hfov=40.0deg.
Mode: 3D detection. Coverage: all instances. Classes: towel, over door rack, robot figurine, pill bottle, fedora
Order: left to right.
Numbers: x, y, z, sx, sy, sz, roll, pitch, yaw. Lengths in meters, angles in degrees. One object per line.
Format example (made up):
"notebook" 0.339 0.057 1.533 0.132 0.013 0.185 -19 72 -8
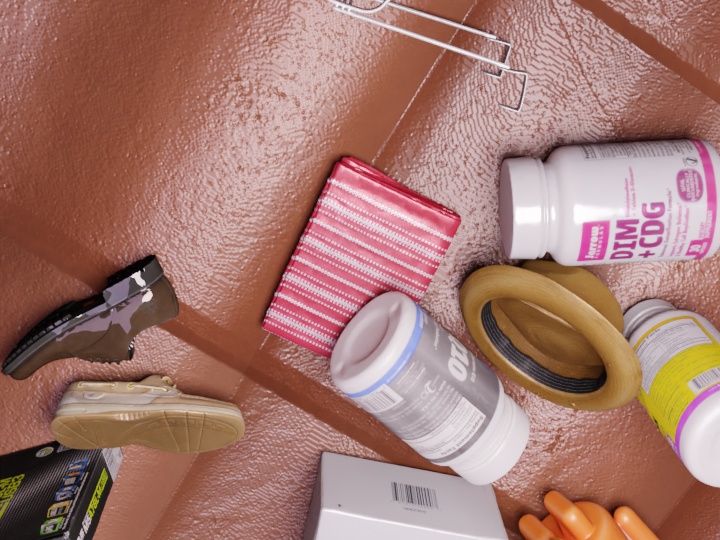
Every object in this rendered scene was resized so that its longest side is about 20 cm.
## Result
"towel" 0.000 0.000 1.012 0.143 0.023 0.202 24 108 -10
"over door rack" 0.063 -0.230 0.874 0.198 0.148 0.067 28 112 -9
"pill bottle" 0.074 0.123 0.997 0.114 0.114 0.199 -44 114 12
"fedora" 0.197 0.051 0.983 0.201 0.200 0.082 48 58 -14
"robot figurine" 0.252 0.337 1.076 0.116 0.144 0.201 -24 111 43
"pill bottle" 0.236 -0.063 0.946 0.196 0.114 0.116 -3 108 0
"pill bottle" 0.319 0.107 0.952 0.102 0.201 0.106 -4 117 -8

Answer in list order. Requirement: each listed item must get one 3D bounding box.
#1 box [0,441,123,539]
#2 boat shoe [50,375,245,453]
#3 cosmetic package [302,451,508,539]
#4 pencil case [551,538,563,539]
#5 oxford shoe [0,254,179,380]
"box" -0.351 0.246 0.993 0.189 0.201 0.048 -13 111 4
"boat shoe" -0.217 0.142 1.028 0.196 0.070 0.075 4 133 -7
"cosmetic package" 0.033 0.327 1.064 0.195 0.123 0.204 12 107 -6
"pencil case" 0.164 0.360 0.977 0.088 0.089 0.201 37 100 -12
"oxford shoe" -0.274 0.069 1.004 0.197 0.073 0.085 -27 108 8
